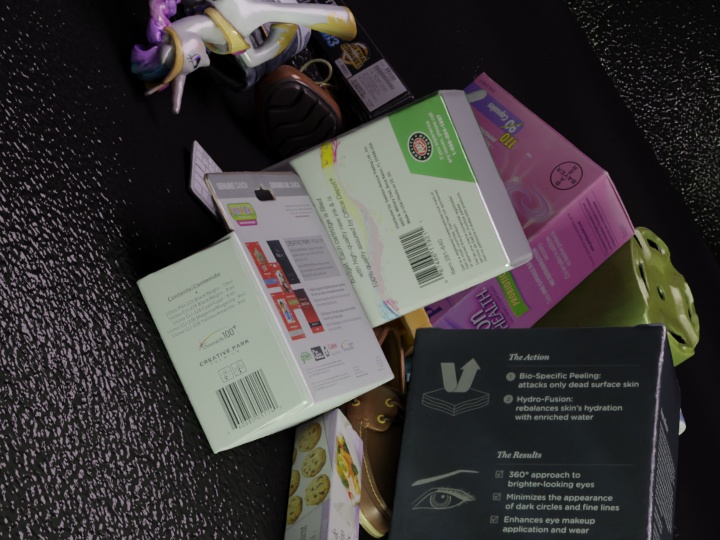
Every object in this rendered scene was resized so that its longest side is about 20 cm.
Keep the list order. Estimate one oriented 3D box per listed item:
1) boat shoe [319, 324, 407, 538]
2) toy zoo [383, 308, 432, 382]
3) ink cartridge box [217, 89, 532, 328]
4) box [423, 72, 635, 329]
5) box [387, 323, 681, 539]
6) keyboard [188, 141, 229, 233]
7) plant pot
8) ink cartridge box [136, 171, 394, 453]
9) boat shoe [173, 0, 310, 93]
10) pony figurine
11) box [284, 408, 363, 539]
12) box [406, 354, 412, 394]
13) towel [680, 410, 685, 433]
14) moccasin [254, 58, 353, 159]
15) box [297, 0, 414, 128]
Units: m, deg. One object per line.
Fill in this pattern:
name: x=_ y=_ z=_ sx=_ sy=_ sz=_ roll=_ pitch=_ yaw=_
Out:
boat shoe: x=0.011 y=0.117 z=1.617 sx=0.072 sy=0.067 sz=0.201 roll=50 pitch=22 yaw=-38
toy zoo: x=0.000 y=0.000 z=1.720 sx=0.201 sy=0.020 sz=0.131 roll=62 pitch=-20 yaw=-3
ink cartridge box: x=0.010 y=-0.035 z=1.602 sx=0.145 sy=0.199 sz=0.084 roll=67 pitch=18 yaw=1
box: x=0.098 y=-0.039 z=1.777 sx=0.176 sy=0.200 sz=0.097 roll=45 pitch=-6 yaw=39
box: x=0.136 y=0.153 z=1.570 sx=0.118 sy=0.196 sz=0.201 roll=62 pitch=31 yaw=-56
keyboard: x=-0.080 y=-0.021 z=1.656 sx=0.200 sy=0.011 sz=0.056 roll=50 pitch=21 yaw=-38
plant pot: x=0.191 y=0.050 z=1.837 sx=0.200 sy=0.189 sz=0.201 roll=42 pitch=34 yaw=-38
ink cartridge box: x=-0.072 y=0.024 z=1.481 sx=0.176 sy=0.084 sz=0.200 roll=65 pitch=16 yaw=6
boat shoe: x=-0.136 y=-0.240 z=1.717 sx=0.200 sy=0.071 sz=0.091 roll=44 pitch=51 yaw=2
pony figurine: x=-0.112 y=-0.236 z=1.613 sx=0.200 sy=0.166 sz=0.194 roll=-24 pitch=103 yaw=-39
box: x=-0.026 y=0.173 z=1.471 sx=0.039 sy=0.041 sz=0.200 roll=54 pitch=20 yaw=-25
box: x=0.097 y=0.196 z=1.800 sx=0.200 sy=0.047 sz=0.194 roll=51 pitch=23 yaw=-37
towel: x=0.223 y=0.104 z=1.920 sx=0.024 sy=0.147 sz=0.201 roll=21 pitch=41 yaw=-36
moccasin: x=-0.044 y=-0.136 z=1.826 sx=0.201 sy=0.073 sz=0.078 roll=30 pitch=34 yaw=-62
box: x=0.013 y=-0.145 z=1.911 sx=0.199 sy=0.050 sz=0.200 roll=60 pitch=-4 yaw=42
